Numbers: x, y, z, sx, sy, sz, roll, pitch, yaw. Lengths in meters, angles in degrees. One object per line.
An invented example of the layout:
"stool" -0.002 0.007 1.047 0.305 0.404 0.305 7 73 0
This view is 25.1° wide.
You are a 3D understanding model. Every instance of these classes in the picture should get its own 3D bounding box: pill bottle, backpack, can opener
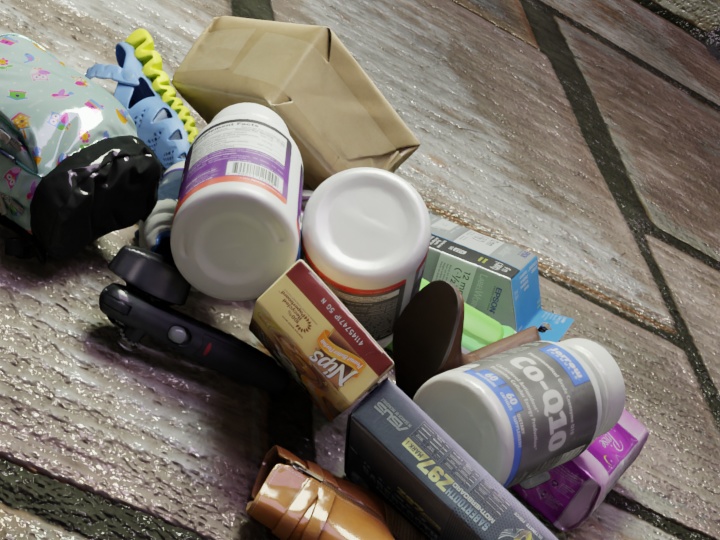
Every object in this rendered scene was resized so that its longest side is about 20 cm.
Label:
"pill bottle" 0.000 0.000 1.482 0.114 0.200 0.117 1 65 -3
"backpack" -0.288 -0.114 1.433 0.199 0.127 0.166 37 31 19
"can opener" -0.142 0.057 1.401 0.199 0.079 0.063 34 10 -26
"pill bottle" -0.106 -0.070 1.443 0.111 0.112 0.201 28 27 -15
"pill bottle" 0.146 0.127 1.454 0.199 0.114 0.114 -15 53 -46

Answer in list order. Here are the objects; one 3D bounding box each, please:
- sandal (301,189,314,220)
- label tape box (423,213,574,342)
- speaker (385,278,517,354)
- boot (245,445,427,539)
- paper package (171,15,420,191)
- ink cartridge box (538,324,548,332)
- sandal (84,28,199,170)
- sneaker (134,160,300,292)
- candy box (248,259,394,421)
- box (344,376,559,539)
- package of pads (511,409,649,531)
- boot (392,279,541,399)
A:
"sandal" -0.048 -0.062 1.641 0.201 0.050 0.082 14 -3 41
"label tape box" 0.139 0.010 1.770 0.198 0.067 0.143 20 16 13
"speaker" 0.071 0.059 1.646 0.199 0.089 0.089 30 25 -13
"boot" -0.016 0.215 1.250 0.155 0.077 0.200 35 20 -12
"paper package" -0.069 -0.165 1.689 0.199 0.104 0.191 16 -25 51
"ink cartridge box" 0.172 0.078 1.806 0.095 0.037 0.199 45 24 22
"sandal" -0.226 -0.158 1.684 0.086 0.080 0.201 -21 60 -20
"sneaker" -0.123 -0.006 1.536 0.199 0.081 0.147 35 35 -16
"candy box" -0.038 0.064 1.383 0.116 0.055 0.200 48 -9 3
"box" 0.071 0.195 1.330 0.200 0.158 0.051 42 69 15
"package of pads" 0.210 0.176 1.625 0.120 0.076 0.200 39 24 12
"boot" 0.117 0.073 1.521 0.199 0.188 0.064 -12 44 -40
